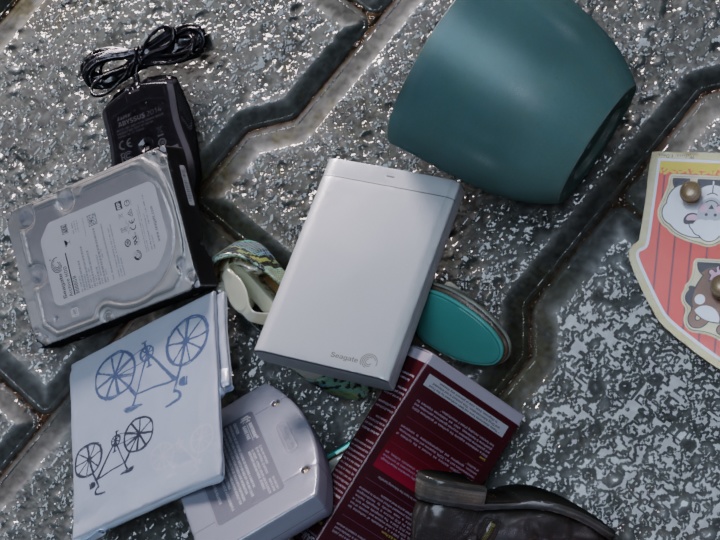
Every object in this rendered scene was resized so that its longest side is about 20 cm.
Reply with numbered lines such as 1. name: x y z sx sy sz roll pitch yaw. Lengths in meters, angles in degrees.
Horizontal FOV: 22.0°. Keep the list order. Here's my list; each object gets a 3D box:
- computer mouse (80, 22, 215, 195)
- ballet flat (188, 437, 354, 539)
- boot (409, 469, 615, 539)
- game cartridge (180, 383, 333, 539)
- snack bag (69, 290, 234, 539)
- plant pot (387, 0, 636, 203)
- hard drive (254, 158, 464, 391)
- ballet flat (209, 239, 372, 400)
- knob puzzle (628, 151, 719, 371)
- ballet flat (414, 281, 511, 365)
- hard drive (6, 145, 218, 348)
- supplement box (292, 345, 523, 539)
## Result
1. computer mouse: -0.195 -0.132 1.796 0.138 0.053 0.201 -14 70 16
2. ballet flat: -0.058 0.210 1.659 0.199 0.069 0.070 -26 69 6
3. boot: 0.107 0.269 1.580 0.199 0.069 0.175 13 93 -10
4. game cartridge: -0.095 0.180 1.628 0.133 0.041 0.200 -33 30 2
5. snack bag: -0.190 0.135 1.681 0.188 0.021 0.201 -26 51 26
6. plant pot: 0.145 -0.153 1.638 0.161 0.201 0.201 35 86 10
7. hard drive: 0.000 0.000 1.649 0.131 0.027 0.201 12 67 22
8. ballet flat: -0.071 0.051 1.698 0.074 0.074 0.200 -47 65 -1
9. knob puzzle: 0.332 -0.009 1.625 0.218 0.030 0.221 -4 74 14
10. ballet flat: 0.054 0.026 1.677 0.199 0.064 0.068 19 124 20
11. hard drive: -0.237 -0.020 1.743 0.199 0.038 0.141 -19 80 28
12. supplement box: 0.041 0.180 1.610 0.109 0.061 0.201 35 84 -18
